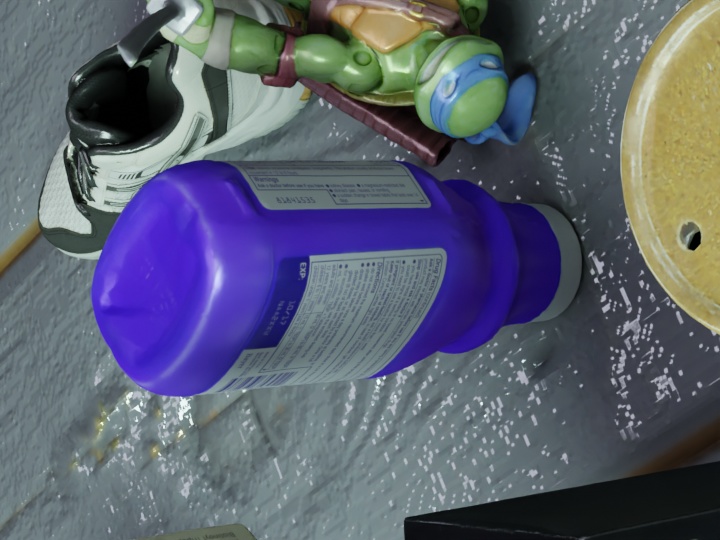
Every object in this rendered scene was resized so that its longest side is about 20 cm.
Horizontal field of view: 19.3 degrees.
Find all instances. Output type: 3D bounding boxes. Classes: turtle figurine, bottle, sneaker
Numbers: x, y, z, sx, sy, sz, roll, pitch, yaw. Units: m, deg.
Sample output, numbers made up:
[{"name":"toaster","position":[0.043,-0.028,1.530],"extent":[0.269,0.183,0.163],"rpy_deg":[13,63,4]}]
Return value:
[{"name":"turtle figurine","position":[-0.018,-0.143,0.818],"extent":[0.145,0.199,0.194],"rpy_deg":[-57,43,13]},{"name":"bottle","position":[0.000,0.000,0.775],"extent":[0.066,0.199,0.084],"rpy_deg":[56,129,28]},{"name":"sneaker","position":[-0.109,-0.068,0.972],"extent":[0.200,0.087,0.076],"rpy_deg":[-39,66,42]}]

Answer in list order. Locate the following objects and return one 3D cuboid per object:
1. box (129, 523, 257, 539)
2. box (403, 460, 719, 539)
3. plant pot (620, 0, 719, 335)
[{"name":"box","position":[-0.013,0.156,0.540],"extent":[0.200,0.082,0.069],"rpy_deg":[45,122,35]},{"name":"box","position":[0.110,0.136,0.663],"extent":[0.078,0.199,0.143],"rpy_deg":[-5,90,46]},{"name":"plant pot","position":[0.171,-0.030,0.593],"extent":[0.185,0.199,0.189],"rpy_deg":[4,96,46]}]
